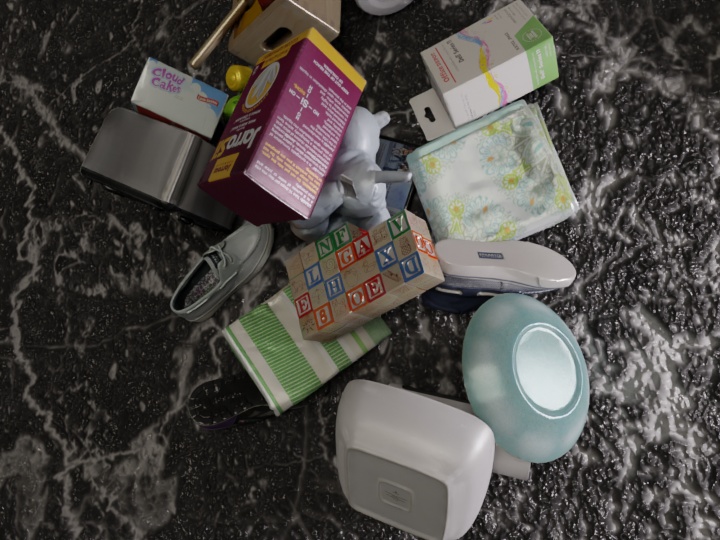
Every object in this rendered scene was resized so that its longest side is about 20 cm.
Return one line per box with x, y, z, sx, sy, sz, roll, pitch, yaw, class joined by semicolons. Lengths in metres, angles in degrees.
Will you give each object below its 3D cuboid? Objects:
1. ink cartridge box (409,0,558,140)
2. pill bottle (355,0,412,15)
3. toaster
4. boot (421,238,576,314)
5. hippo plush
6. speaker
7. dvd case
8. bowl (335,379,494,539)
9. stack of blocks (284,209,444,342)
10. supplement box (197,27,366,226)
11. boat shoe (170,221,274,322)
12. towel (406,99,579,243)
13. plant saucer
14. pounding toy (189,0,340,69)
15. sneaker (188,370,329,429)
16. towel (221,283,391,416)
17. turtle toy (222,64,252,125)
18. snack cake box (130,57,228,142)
0.159;-0.280;0.797;0.196;0.068;0.119;-26;49;10;ink cartridge box
0.022;-0.517;0.878;0.108;0.111;0.205;-16;75;12;pill bottle
-0.280;-0.140;0.854;0.196;0.180;0.121;22;89;19;toaster
0.181;0.014;0.761;0.194;0.092;0.074;8;42;-5;boot
-0.031;-0.140;0.772;0.155;0.201;0.165;-4;69;-7;hippo plush
0.123;0.205;0.728;0.195;0.081;0.083;9;82;18;speaker
-0.008;-0.143;0.865;0.196;0.018;0.146;18;84;19;dvd case
0.052;0.240;0.681;0.196;0.203;0.075;15;40;20;bowl
0.000;0.000;0.740;0.198;0.058;0.118;-29;64;28;stack of blocks
-0.096;-0.170;0.699;0.129;0.102;0.204;0;64;49;supplement box
-0.212;-0.002;0.868;0.070;0.071;0.201;43;93;19;boat shoe
0.180;-0.121;0.784;0.196;0.048;0.175;-23;79;11;towel
0.212;0.121;0.676;0.196;0.039;0.206;9;68;-23;plant saucer
-0.143;-0.400;0.861;0.197;0.140;0.189;-16;66;44;pounding toy
-0.144;0.181;0.820;0.195;0.088;0.077;-9;64;-11;sneaker
-0.077;0.087;0.804;0.198;0.024;0.153;-34;72;-17;towel
-0.136;-0.253;0.869;0.197;0.144;0.104;12;105;37;turtle toy
-0.270;-0.239;0.848;0.113;0.199;0.069;23;88;-19;snack cake box
